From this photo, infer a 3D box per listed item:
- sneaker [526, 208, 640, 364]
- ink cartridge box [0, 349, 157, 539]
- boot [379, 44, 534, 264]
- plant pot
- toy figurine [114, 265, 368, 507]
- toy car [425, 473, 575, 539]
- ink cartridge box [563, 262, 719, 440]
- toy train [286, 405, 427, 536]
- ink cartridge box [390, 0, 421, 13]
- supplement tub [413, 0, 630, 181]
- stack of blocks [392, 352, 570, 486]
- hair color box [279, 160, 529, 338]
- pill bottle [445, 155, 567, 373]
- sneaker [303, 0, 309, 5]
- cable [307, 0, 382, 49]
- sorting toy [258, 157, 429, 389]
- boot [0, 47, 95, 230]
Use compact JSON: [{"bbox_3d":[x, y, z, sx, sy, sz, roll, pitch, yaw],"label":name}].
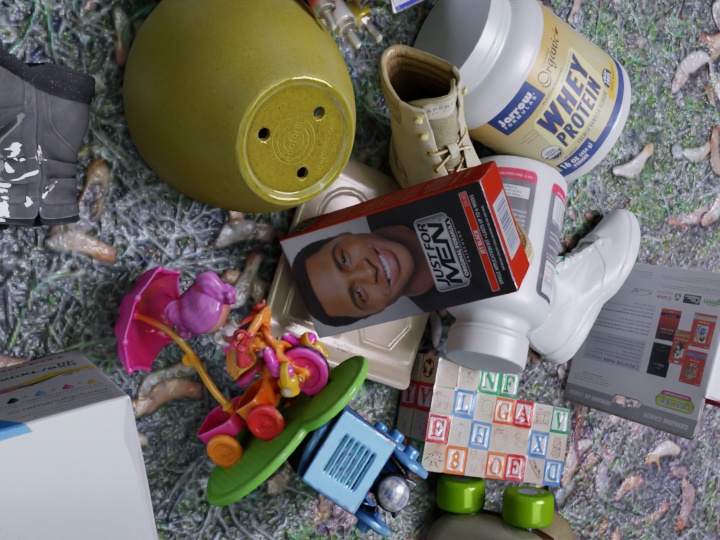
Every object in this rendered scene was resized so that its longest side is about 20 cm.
[{"bbox_3d":[0.248,0.002,0.981,0.088,0.075,0.202,35,80,-16],"label":"sneaker"},{"bbox_3d":[-0.250,0.160,0.637,0.145,0.199,0.148,-13,100,-27],"label":"ink cartridge box"},{"bbox_3d":[0.086,-0.098,0.773,0.072,0.201,0.156,-29,150,-10],"label":"boot"},{"bbox_3d":[-0.080,-0.129,0.701,0.196,0.142,0.204,-15,122,-26],"label":"plant pot"},{"bbox_3d":[-0.121,0.071,0.728,0.185,0.199,0.151,48,29,-13],"label":"toy figurine"},{"bbox_3d":[0.179,0.311,0.959,0.198,0.155,0.169,1,91,-56],"label":"toy car"},{"bbox_3d":[0.345,0.091,0.967,0.083,0.199,0.179,19,86,-30],"label":"ink cartridge box"},{"bbox_3d":[-0.014,0.166,0.782,0.114,0.200,0.087,38,83,-12],"label":"toy train"},{"bbox_3d":[0.006,-0.331,0.751,0.204,0.040,0.200,69,23,-15],"label":"ink cartridge box"},{"bbox_3d":[0.161,-0.192,0.862,0.197,0.144,0.147,23,84,-29],"label":"supplement tub"},{"bbox_3d":[0.138,0.165,0.933,0.197,0.058,0.118,15,82,-30],"label":"stack of blocks"},{"bbox_3d":[0.037,-0.015,0.747,0.103,0.197,0.061,67,29,-14],"label":"hair color box"},{"bbox_3d":[0.144,-0.004,0.869,0.109,0.110,0.204,22,71,-29],"label":"pill bottle"},{"bbox_3d":[-0.129,-0.245,0.744,0.197,0.067,0.091,15,103,-35],"label":"sneaker"},{"bbox_3d":[-0.054,-0.276,0.728,0.050,0.201,0.096,-46,158,26],"label":"cable"},{"bbox_3d":[0.000,0.000,0.859,0.182,0.036,0.204,21,81,-30],"label":"sorting toy"},{"bbox_3d":[-0.287,-0.099,0.635,0.198,0.069,0.135,7,92,-48],"label":"boot"}]
